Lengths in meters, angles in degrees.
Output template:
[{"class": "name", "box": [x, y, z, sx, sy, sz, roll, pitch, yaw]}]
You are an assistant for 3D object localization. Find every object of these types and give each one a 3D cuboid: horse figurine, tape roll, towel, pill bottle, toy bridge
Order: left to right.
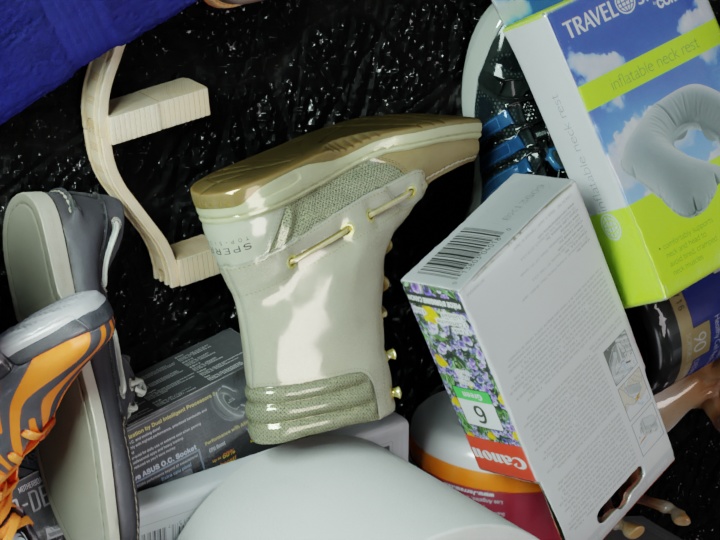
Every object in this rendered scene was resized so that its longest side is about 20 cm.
[{"class": "towel", "box": [-0.142, -0.157, 1.163, 0.200, 0.050, 0.148, -32, 153, -7]}, {"class": "toy bridge", "box": [-0.113, -0.084, 1.268, 0.067, 0.027, 0.200, -20, 118, -29]}, {"class": "tape roll", "box": [0.003, 0.206, 1.304, 0.202, 0.139, 0.203, -16, 118, -34]}, {"class": "pill bottle", "box": [0.081, 0.179, 1.463, 0.113, 0.113, 0.200, -11, 114, -34]}, {"class": "horse figurine", "box": [0.189, 0.099, 1.521, 0.200, 0.133, 0.050, -41, 131, -1]}, {"class": "pill bottle", "box": [0.224, -0.011, 1.497, 0.200, 0.112, 0.112, -27, 122, -25]}]

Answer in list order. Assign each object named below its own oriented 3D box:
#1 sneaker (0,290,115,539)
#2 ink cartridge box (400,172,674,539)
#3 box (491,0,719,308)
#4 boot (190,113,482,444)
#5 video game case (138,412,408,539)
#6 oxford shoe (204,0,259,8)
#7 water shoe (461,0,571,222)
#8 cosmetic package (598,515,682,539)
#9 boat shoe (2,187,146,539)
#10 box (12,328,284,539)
[{"class": "sneaker", "box": [-0.176, 0.099, 1.198, 0.200, 0.078, 0.112, -37, 92, 23]}, {"class": "ink cartridge box", "box": [0.104, 0.058, 1.359, 0.109, 0.050, 0.200, -42, 124, -31]}, {"class": "box", "box": [0.164, -0.094, 1.384, 0.122, 0.048, 0.200, -28, 98, -33]}, {"class": "boot", "box": [0.000, 0.000, 1.328, 0.200, 0.072, 0.155, -23, 107, -42]}, {"class": "video game case", "box": [-0.057, 0.188, 1.358, 0.200, 0.023, 0.182, -16, 117, -34]}, {"class": "oxford shoe", "box": [-0.001, -0.198, 1.278, 0.200, 0.073, 0.071, -36, 126, -20]}, {"class": "water shoe", "box": [0.106, -0.063, 1.408, 0.071, 0.079, 0.200, -12, 115, -33]}, {"class": "cosmetic package", "box": [0.165, 0.268, 1.567, 0.090, 0.107, 0.200, 6, 105, -38]}, {"class": "boat shoe", "box": [-0.133, 0.054, 1.245, 0.063, 0.073, 0.200, -9, 85, -35]}, {"class": "box", "box": [-0.127, 0.145, 1.333, 0.200, 0.050, 0.158, -27, 122, -26]}]
